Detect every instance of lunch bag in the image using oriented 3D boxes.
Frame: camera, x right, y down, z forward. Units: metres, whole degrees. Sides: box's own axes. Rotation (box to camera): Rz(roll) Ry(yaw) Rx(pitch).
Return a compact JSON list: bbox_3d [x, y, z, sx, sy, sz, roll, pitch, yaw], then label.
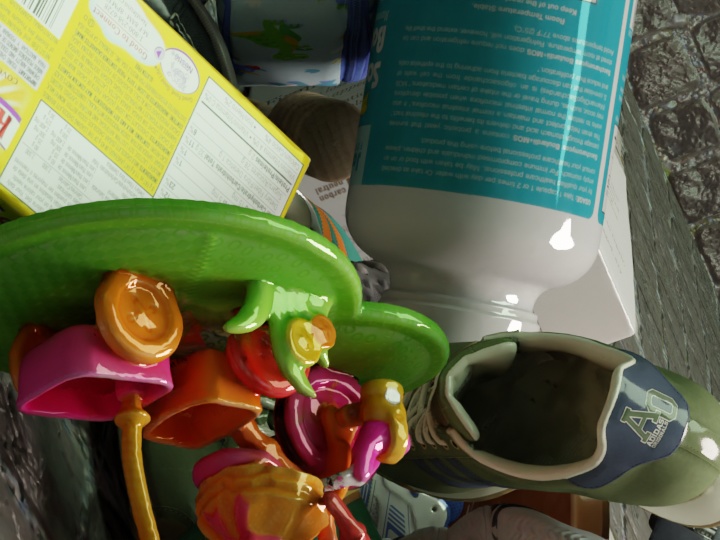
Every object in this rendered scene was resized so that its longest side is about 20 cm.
[{"bbox_3d":[-0.028,-0.189,1.284,0.161,0.082,0.201,101,-11,-78],"label":"lunch bag"}]

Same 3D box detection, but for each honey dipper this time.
[{"bbox_3d":[-0.043,-0.072,1.349,0.038,0.038,0.200,66,-13,-15],"label":"honey dipper"}]

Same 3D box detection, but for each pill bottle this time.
[{"bbox_3d":[0.055,-0.064,1.205,0.111,0.110,0.201,22,76,-73],"label":"pill bottle"}]

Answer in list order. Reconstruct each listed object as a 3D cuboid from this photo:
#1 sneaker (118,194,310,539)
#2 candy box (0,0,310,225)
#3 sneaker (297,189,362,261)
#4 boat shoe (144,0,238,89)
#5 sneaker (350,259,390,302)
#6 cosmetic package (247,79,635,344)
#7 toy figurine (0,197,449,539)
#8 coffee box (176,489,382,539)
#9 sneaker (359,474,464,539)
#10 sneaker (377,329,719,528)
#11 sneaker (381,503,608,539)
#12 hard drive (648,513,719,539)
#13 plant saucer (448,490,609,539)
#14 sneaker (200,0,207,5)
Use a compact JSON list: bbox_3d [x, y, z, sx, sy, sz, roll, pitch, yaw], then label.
[{"bbox_3d":[-0.047,0.048,1.140,0.067,0.090,0.201,56,19,-51],"label":"sneaker"},{"bbox_3d":[-0.104,-0.056,1.037,0.200,0.026,0.102,43,62,-34],"label":"candy box"},{"bbox_3d":[-0.045,-0.007,1.354,0.200,0.071,0.080,50,2,-42],"label":"sneaker"},{"bbox_3d":[-0.118,-0.122,1.203,0.200,0.075,0.060,58,13,-2],"label":"boat shoe"},{"bbox_3d":[0.000,0.000,1.269,0.116,0.075,0.200,50,47,-3],"label":"sneaker"},{"bbox_3d":[0.043,-0.049,1.536,0.200,0.167,0.167,-85,151,-64],"label":"cosmetic package"},{"bbox_3d":[-0.050,0.096,0.967,0.199,0.150,0.185,17,58,-36],"label":"toy figurine"},{"bbox_3d":[-0.017,0.183,1.070,0.123,0.044,0.201,-37,111,-38],"label":"coffee box"},{"bbox_3d":[0.001,0.095,1.318,0.075,0.088,0.200,-85,150,-59],"label":"sneaker"},{"bbox_3d":[0.053,0.050,1.090,0.090,0.200,0.067,31,72,-45],"label":"sneaker"},{"bbox_3d":[0.081,0.135,1.138,0.200,0.114,0.075,-16,-108,61],"label":"sneaker"},{"bbox_3d":[0.125,0.177,1.279,0.135,0.042,0.201,91,23,-70],"label":"hard drive"},{"bbox_3d":[0.073,0.143,1.382,0.200,0.032,0.201,-170,-90,-71],"label":"plant saucer"},{"bbox_3d":[-0.105,-0.218,1.290,0.114,0.075,0.201,110,-31,-51],"label":"sneaker"}]
